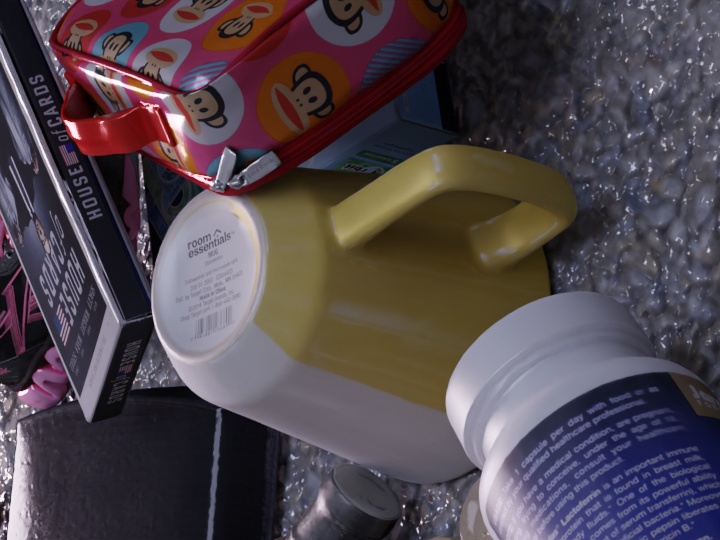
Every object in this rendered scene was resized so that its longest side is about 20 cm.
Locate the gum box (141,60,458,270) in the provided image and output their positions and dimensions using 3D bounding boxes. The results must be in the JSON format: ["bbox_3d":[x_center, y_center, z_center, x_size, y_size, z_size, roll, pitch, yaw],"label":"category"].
[{"bbox_3d":[-0.042,-0.110,1.498,0.200,0.045,0.170,-29,59,42],"label":"gum box"}]

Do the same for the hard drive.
[{"bbox_3d":[-0.122,0.127,1.527,0.200,0.042,0.135,-7,75,48],"label":"hard drive"}]

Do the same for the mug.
[{"bbox_3d":[-0.007,0.001,1.346,0.149,0.153,0.187,42,111,46],"label":"mug"}]

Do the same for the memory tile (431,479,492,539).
[{"bbox_3d":[0.047,0.204,1.324,0.200,0.017,0.153,-53,46,25],"label":"memory tile"}]

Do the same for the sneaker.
[{"bbox_3d":[-0.181,-0.006,1.558,0.079,0.095,0.200,-94,26,-49],"label":"sneaker"}]

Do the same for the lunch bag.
[{"bbox_3d":[-0.062,-0.109,1.349,0.176,0.082,0.200,-37,27,-13],"label":"lunch bag"}]

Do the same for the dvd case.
[{"bbox_3d":[-0.157,-0.037,1.440,0.150,0.025,0.200,117,132,-65],"label":"dvd case"}]

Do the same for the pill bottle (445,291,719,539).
[{"bbox_3d":[0.119,0.109,1.202,0.116,0.116,0.200,-53,47,25],"label":"pill bottle"}]

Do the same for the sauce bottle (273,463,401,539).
[{"bbox_3d":[-0.048,0.180,1.415,0.200,0.065,0.065,-54,46,22],"label":"sauce bottle"}]
